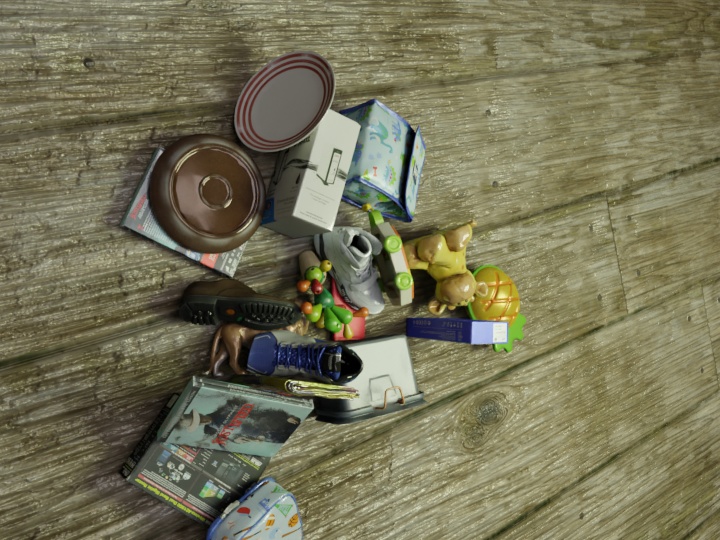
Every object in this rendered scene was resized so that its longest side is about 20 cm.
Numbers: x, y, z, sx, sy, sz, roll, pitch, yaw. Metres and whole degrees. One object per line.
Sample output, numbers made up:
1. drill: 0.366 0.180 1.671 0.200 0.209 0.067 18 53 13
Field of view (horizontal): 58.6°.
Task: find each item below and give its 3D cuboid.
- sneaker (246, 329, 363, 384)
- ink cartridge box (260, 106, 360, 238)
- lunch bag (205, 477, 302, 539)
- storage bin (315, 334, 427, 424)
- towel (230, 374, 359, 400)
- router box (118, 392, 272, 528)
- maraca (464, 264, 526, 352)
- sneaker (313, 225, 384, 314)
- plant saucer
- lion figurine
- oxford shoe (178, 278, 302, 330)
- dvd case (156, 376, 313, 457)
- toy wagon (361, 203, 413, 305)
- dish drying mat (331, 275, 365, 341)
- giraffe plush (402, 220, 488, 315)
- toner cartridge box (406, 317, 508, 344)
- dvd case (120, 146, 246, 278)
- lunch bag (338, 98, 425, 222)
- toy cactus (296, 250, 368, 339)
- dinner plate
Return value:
1. sneaker: -0.080 0.139 1.044 0.198 0.115 0.081 10 78 -14
2. ink cartridge box: -0.091 -0.168 1.129 0.084 0.146 0.201 21 76 -29
3. lunch bag: -0.172 0.445 1.047 0.160 0.075 0.201 -36 134 -36
4. storage bin: 0.016 0.195 1.185 0.199 0.145 0.135 -7 88 -32
5. towel: -0.111 0.192 1.061 0.143 0.200 0.023 14 77 -37
6. router box: -0.264 0.317 1.048 0.200 0.062 0.150 42 67 -24
7. maraca: 0.292 0.082 1.381 0.137 0.107 0.201 -38 108 -24
8. sneaker: 0.000 0.000 1.176 0.075 0.115 0.200 -41 108 -26
9. plant saucer: -0.243 -0.129 1.058 0.199 0.032 0.201 2 86 -31
10. lion figurine: -0.178 0.115 1.108 0.199 0.072 0.123 -3 82 -28
11. oxford shoe: -0.195 0.048 1.073 0.199 0.073 0.085 10 42 -12
12. dvd case: -0.192 0.231 0.991 0.199 0.146 0.022 19 35 -29
13. toy wagon: 0.050 -0.033 1.204 0.039 0.155 0.201 -16 90 -12
14. dish drying mat: -0.024 0.034 1.239 0.076 0.018 0.201 1 87 -31
15. giraffe plush: 0.173 0.002 1.283 0.200 0.172 0.163 -25 97 -63
16. toner cartridge box: 0.186 0.117 1.259 0.095 0.200 0.043 5 86 -31
17. dvd case: -0.277 -0.094 1.074 0.199 0.022 0.147 28 74 -29
18. lunch bag: 0.047 -0.203 1.238 0.200 0.127 0.171 25 70 -42
19. toy cactus: -0.066 0.030 1.139 0.102 0.166 0.200 -28 146 5
20. dinner plate: -0.128 -0.287 1.099 0.024 0.199 0.201 39 66 -56
